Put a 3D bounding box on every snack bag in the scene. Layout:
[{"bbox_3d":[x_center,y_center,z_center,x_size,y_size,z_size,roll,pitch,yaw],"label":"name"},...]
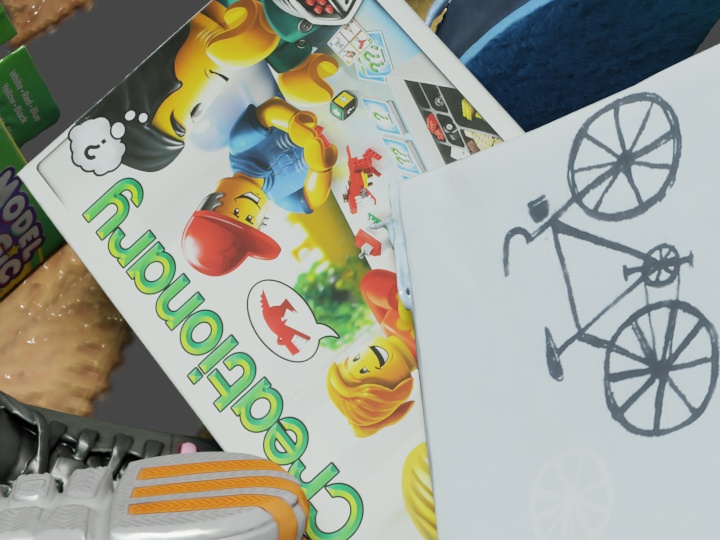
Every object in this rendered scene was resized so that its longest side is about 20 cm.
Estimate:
[{"bbox_3d":[0.096,0.029,0.699,0.200,0.021,0.189,-23,59,29],"label":"snack bag"}]

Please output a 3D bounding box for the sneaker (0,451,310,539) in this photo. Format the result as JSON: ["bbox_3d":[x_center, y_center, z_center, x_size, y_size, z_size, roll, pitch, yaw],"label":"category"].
[{"bbox_3d":[-0.107,0.117,0.758,0.199,0.112,0.078,-3,18,8],"label":"sneaker"}]

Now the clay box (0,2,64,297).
[{"bbox_3d":[-0.172,-0.002,0.863,0.200,0.115,0.048,-42,62,-10],"label":"clay box"}]

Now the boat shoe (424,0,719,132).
[{"bbox_3d":[0.083,-0.108,0.845,0.200,0.084,0.069,-43,46,34],"label":"boat shoe"}]

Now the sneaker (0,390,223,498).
[{"bbox_3d":[-0.098,0.063,0.818,0.199,0.099,0.071,4,60,13],"label":"sneaker"}]

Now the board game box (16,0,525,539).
[{"bbox_3d":[0.000,0.000,0.807,0.126,0.035,0.200,-42,60,3],"label":"board game box"}]
